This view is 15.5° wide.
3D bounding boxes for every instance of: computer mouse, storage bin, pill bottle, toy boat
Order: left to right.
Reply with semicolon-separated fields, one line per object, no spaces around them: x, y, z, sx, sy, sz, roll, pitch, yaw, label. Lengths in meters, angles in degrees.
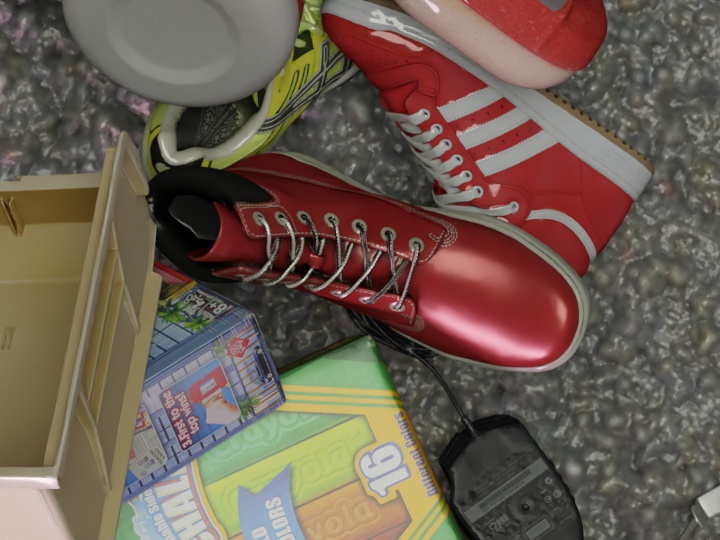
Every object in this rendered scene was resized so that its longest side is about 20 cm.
-0.199;0.034;1.151;0.199;0.094;0.199;-2;51;11;storage bin
-0.071;-0.182;1.277;0.112;0.113;0.200;14;48;-4;pill bottle
0.048;0.075;1.359;0.059;0.034;0.200;-31;84;-13;computer mouse
0.078;-0.190;1.278;0.130;0.200;0.131;33;116;-24;toy boat

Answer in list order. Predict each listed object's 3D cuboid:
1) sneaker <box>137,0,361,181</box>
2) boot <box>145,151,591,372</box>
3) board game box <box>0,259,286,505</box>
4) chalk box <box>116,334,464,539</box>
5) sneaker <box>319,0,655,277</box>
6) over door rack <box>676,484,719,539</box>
-0.037;-0.112;1.332;0.075;0.076;0.200;35;85;-1;sneaker
0.000;0.000;1.236;0.199;0.144;0.073;22;102;21;boot
-0.175;0.067;1.235;0.200;0.200;0.062;-41;134;-25;board game box
-0.064;0.127;1.298;0.199;0.124;0.125;-26;90;-5;chalk box
0.045;-0.052;1.322;0.200;0.071;0.113;31;87;-22;sneaker
0.171;0.205;1.301;0.066;0.200;0.148;-28;91;32;over door rack
